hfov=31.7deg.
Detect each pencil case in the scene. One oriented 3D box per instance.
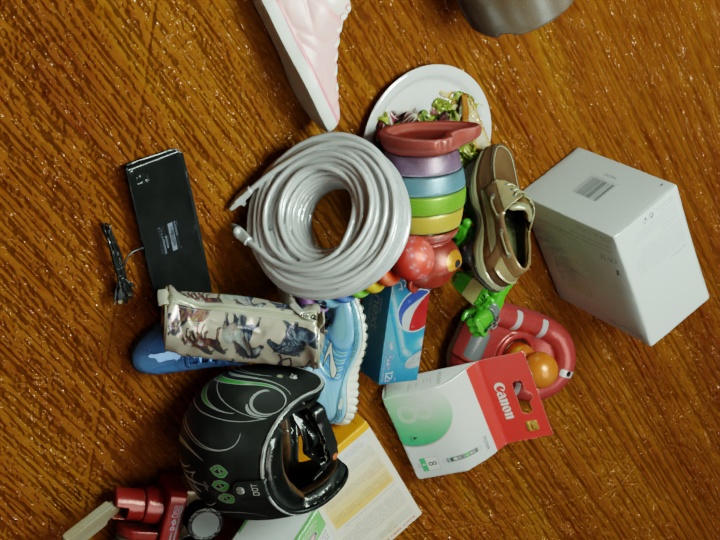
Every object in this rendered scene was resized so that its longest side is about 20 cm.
[{"bbox_3d":[-0.139,0.064,1.480,0.199,0.078,0.090,7,132,-6],"label":"pencil case"}]

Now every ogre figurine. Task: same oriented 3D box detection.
[{"bbox_3d":[0.155,-0.028,1.671,0.200,0.098,0.120,58,37,-2],"label":"ogre figurine"}]

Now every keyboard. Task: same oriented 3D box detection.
[{"bbox_3d":[-0.244,-0.033,1.479,0.127,0.021,0.201,-24,120,-29],"label":"keyboard"}]

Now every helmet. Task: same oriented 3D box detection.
[{"bbox_3d":[-0.124,0.206,1.542,0.200,0.190,0.201,-7,100,-46],"label":"helmet"}]

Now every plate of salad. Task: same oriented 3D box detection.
[{"bbox_3d":[0.092,-0.162,1.626,0.199,0.048,0.201,-13,117,-28],"label":"plate of salad"}]

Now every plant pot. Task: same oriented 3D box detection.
[{"bbox_3d":[0.161,-0.396,1.494,0.200,0.200,0.198,-42,133,-12],"label":"plant pot"}]

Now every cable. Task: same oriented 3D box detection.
[{"bbox_3d":[-0.037,-0.061,1.489,0.200,0.200,0.069,-44,153,11],"label":"cable"}]

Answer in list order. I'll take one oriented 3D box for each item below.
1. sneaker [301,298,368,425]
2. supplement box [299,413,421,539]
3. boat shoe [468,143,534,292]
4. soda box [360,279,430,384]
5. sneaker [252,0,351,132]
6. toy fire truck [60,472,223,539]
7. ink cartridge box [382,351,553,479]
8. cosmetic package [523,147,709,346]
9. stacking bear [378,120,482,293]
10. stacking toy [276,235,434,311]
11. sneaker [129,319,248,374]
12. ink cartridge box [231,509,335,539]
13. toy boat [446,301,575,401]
[{"bbox_3d":[-0.046,0.105,1.630,0.090,0.078,0.201,1,103,-20],"label":"sneaker"},{"bbox_3d":[-0.016,0.294,1.727,0.126,0.073,0.200,-38,125,-15],"label":"supplement box"},{"bbox_3d":[0.186,-0.070,1.595,0.076,0.074,0.201,22,57,-37],"label":"boat shoe"},{"bbox_3d":[0.045,0.044,1.667,0.064,0.068,0.201,-5,112,-31],"label":"soda box"},{"bbox_3d":[-0.044,-0.265,1.476,0.104,0.075,0.201,-32,119,-12],"label":"sneaker"},{"bbox_3d":[-0.283,0.342,1.557,0.199,0.129,0.177,10,105,-23],"label":"toy fire truck"},{"bbox_3d":[0.148,0.202,1.746,0.199,0.050,0.161,-12,124,18],"label":"ink cartridge box"},{"bbox_3d":[0.348,-0.034,1.749,0.123,0.199,0.200,-38,125,-15],"label":"cosmetic package"},{"bbox_3d":[0.081,-0.074,1.551,0.121,0.113,0.201,-29,120,-54],"label":"stacking bear"},{"bbox_3d":[0.000,0.000,1.536,0.085,0.199,0.086,34,49,-52],"label":"stacking toy"},{"bbox_3d":[-0.177,0.088,1.537,0.199,0.078,0.066,-14,118,-26],"label":"sneaker"},{"bbox_3d":[-0.100,0.392,1.650,0.146,0.084,0.200,-55,150,-22],"label":"ink cartridge box"},{"bbox_3d":[0.228,0.125,1.779,0.200,0.131,0.131,16,100,-36],"label":"toy boat"}]
